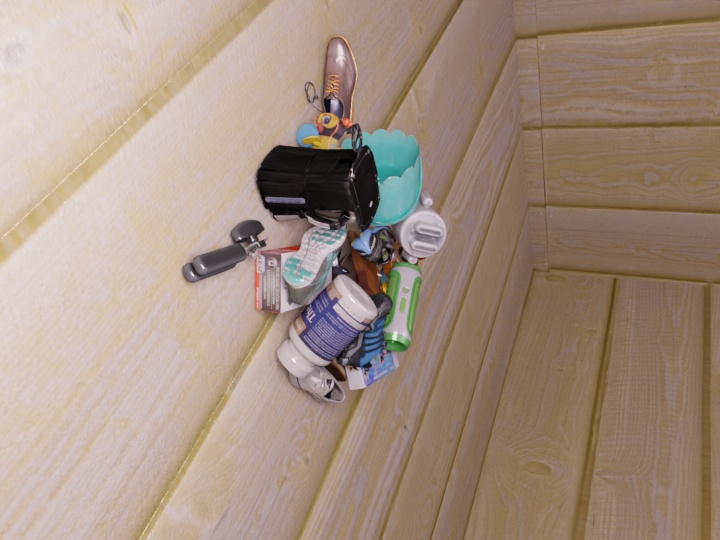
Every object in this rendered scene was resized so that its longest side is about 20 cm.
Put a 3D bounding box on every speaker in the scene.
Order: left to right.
[{"bbox_3d":[0.093,0.085,1.488,0.089,0.087,0.202,56,41,-54],"label":"speaker"}]

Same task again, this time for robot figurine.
[{"bbox_3d":[0.136,-0.103,1.493,0.200,0.111,0.172,-115,-139,-69],"label":"robot figurine"}]

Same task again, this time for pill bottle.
[{"bbox_3d":[-0.070,0.114,1.233,0.200,0.111,0.111,-46,157,11],"label":"pill bottle"}]

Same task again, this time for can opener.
[{"bbox_3d":[-0.224,-0.031,1.052,0.067,0.052,0.200,56,30,-2],"label":"can opener"}]

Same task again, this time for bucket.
[{"bbox_3d":[0.043,-0.206,1.413,0.136,0.204,0.208,77,30,-44],"label":"bucket"}]

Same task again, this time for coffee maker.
[{"bbox_3d":[-0.078,-0.175,1.147,0.135,0.197,0.195,-40,133,-59],"label":"coffee maker"}]

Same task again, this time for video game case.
[{"bbox_3d":[0.016,0.163,1.469,0.199,0.045,0.184,-13,89,-64],"label":"video game case"}]

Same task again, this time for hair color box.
[{"bbox_3d":[-0.128,0.011,1.238,0.200,0.063,0.113,-14,108,-65],"label":"hair color box"}]

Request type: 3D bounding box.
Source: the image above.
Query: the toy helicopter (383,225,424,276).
[{"bbox_3d":[0.075,-0.072,1.593,0.201,0.079,0.132,54,41,-7],"label":"toy helicopter"}]

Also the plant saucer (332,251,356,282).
[{"bbox_3d":[-0.028,0.051,1.500,0.200,0.032,0.203,5,90,-66],"label":"plant saucer"}]

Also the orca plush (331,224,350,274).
[{"bbox_3d":[-0.037,-0.094,1.328,0.070,0.105,0.203,-11,91,-35],"label":"orca plush"}]

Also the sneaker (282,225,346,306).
[{"bbox_3d":[-0.087,-0.011,1.189,0.200,0.077,0.092,-53,155,-45],"label":"sneaker"}]

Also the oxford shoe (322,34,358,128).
[{"bbox_3d":[-0.046,-0.387,1.315,0.073,0.070,0.203,-52,142,-67],"label":"oxford shoe"}]

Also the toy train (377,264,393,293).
[{"bbox_3d":[0.046,0.071,1.634,0.151,0.055,0.202,103,-6,-52],"label":"toy train"}]

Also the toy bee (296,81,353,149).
[{"bbox_3d":[-0.072,-0.270,1.251,0.131,0.107,0.203,-35,126,-57],"label":"toy bee"}]

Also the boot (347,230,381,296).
[{"bbox_3d":[0.000,0.000,1.404,0.188,0.068,0.203,25,51,-52],"label":"boot"}]

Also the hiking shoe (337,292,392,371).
[{"bbox_3d":[0.024,0.126,1.317,0.201,0.086,0.075,-57,-155,33],"label":"hiking shoe"}]

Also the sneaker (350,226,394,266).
[{"bbox_3d":[0.036,-0.048,1.382,0.083,0.071,0.199,52,15,4],"label":"sneaker"}]

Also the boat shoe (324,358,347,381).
[{"bbox_3d":[-0.072,0.173,1.387,0.201,0.071,0.073,60,43,-42],"label":"boat shoe"}]

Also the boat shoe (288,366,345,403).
[{"bbox_3d":[-0.089,0.242,1.361,0.201,0.065,0.073,61,42,-50],"label":"boat shoe"}]
